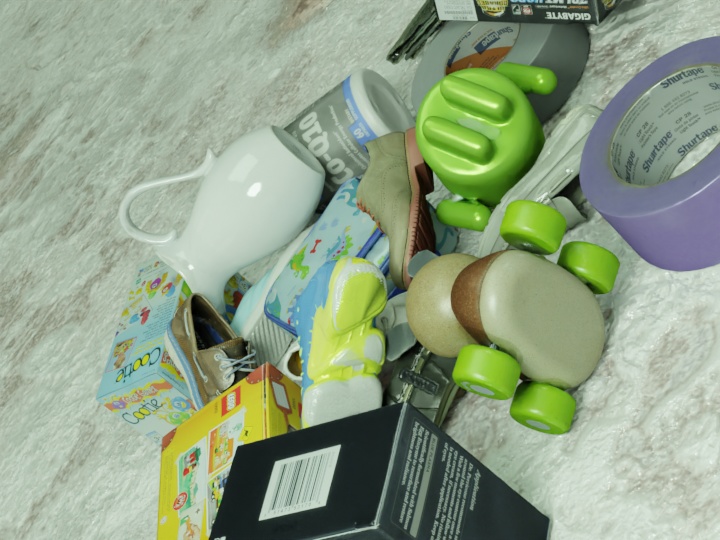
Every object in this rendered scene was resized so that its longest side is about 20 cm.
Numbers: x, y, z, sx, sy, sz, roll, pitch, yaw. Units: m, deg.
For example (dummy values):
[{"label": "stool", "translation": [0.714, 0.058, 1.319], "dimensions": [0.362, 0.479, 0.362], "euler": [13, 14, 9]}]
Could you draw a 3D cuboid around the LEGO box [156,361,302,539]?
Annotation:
[{"label": "LEGO box", "translation": [-0.116, 0.210, 1.508], "dimensions": [0.149, 0.077, 0.201], "euler": [-35, 33, 23]}]

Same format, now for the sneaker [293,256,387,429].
[{"label": "sneaker", "translation": [-0.024, 0.081, 1.492], "dimensions": [0.105, 0.075, 0.201], "euler": [30, 108, 64]}]

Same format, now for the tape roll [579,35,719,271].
[{"label": "tape roll", "translation": [0.299, -0.104, 1.410], "dimensions": [0.199, 0.085, 0.201], "euler": [-33, 35, 26]}]

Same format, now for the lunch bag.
[{"label": "lunch bag", "translation": [0.000, 0.000, 1.675], "dimensions": [0.200, 0.082, 0.161], "euler": [-53, 35, -4]}]

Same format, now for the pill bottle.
[{"label": "pill bottle", "translation": [-0.041, -0.133, 1.838], "dimensions": [0.199, 0.114, 0.114], "euler": [-34, 34, 24]}]

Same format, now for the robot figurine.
[{"label": "robot figurine", "translation": [0.121, -0.128, 1.572], "dimensions": [0.115, 0.200, 0.176], "euler": [21, 85, 18]}]

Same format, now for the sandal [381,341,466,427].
[{"label": "sandal", "translation": [0.072, 0.095, 1.496], "dimensions": [0.080, 0.057, 0.202], "euler": [34, 97, 24]}]

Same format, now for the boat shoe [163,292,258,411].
[{"label": "boat shoe", "translation": [-0.145, 0.106, 1.675], "dimensions": [0.200, 0.072, 0.073], "euler": [48, 135, 30]}]

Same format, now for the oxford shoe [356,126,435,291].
[{"label": "oxford shoe", "translation": [0.033, -0.056, 1.579], "dimensions": [0.074, 0.071, 0.201], "euler": [-8, 47, 12]}]

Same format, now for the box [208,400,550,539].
[{"label": "box", "translation": [0.015, 0.220, 1.297], "dimensions": [0.196, 0.200, 0.118], "euler": [-18, 43, 39]}]

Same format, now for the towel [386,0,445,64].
[{"label": "towel", "translation": [0.120, -0.338, 1.870], "dimensions": [0.200, 0.034, 0.192], "euler": [-55, 9, -27]}]

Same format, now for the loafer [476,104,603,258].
[{"label": "loafer", "translation": [0.184, -0.065, 1.525], "dimensions": [0.070, 0.070, 0.201], "euler": [40, 102, 30]}]

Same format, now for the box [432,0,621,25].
[{"label": "box", "translation": [0.205, -0.327, 1.690], "dimensions": [0.197, 0.050, 0.200], "euler": [10, 41, 33]}]

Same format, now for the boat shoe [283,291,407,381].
[{"label": "boat shoe", "translation": [0.016, 0.065, 1.544], "dimensions": [0.199, 0.071, 0.070], "euler": [-16, 3, 17]}]

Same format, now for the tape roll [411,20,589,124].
[{"label": "tape roll", "translation": [0.151, -0.223, 1.741], "dimensions": [0.200, 0.066, 0.201], "euler": [-33, 34, 25]}]

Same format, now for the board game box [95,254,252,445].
[{"label": "board game box", "translation": [-0.211, 0.080, 1.826], "dimensions": [0.104, 0.103, 0.201], "euler": [-23, 39, 34]}]

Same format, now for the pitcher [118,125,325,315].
[{"label": "pitcher", "translation": [-0.151, -0.075, 1.747], "dimensions": [0.200, 0.171, 0.121], "euler": [-47, 13, 12]}]

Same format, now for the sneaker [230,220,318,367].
[{"label": "sneaker", "translation": [-0.091, 0.019, 1.773], "dimensions": [0.200, 0.074, 0.082], "euler": [-53, 34, -9]}]

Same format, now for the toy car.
[{"label": "toy car", "translation": [0.103, 0.039, 1.417], "dimensions": [0.199, 0.157, 0.165], "euler": [2, 66, 48]}]
